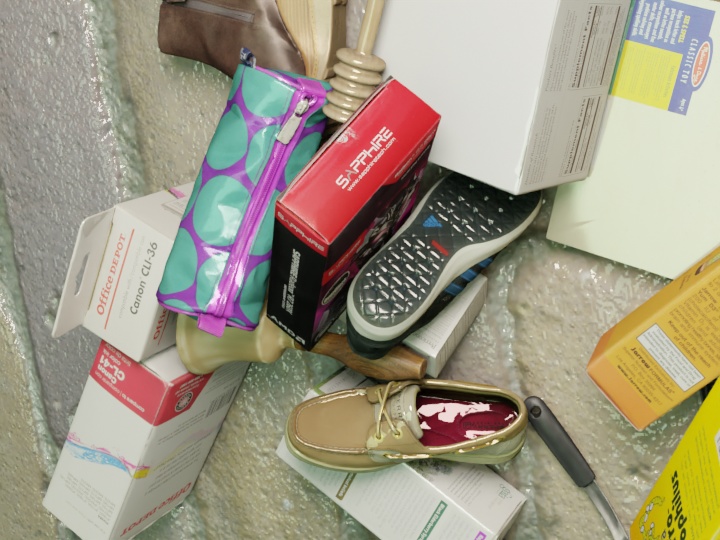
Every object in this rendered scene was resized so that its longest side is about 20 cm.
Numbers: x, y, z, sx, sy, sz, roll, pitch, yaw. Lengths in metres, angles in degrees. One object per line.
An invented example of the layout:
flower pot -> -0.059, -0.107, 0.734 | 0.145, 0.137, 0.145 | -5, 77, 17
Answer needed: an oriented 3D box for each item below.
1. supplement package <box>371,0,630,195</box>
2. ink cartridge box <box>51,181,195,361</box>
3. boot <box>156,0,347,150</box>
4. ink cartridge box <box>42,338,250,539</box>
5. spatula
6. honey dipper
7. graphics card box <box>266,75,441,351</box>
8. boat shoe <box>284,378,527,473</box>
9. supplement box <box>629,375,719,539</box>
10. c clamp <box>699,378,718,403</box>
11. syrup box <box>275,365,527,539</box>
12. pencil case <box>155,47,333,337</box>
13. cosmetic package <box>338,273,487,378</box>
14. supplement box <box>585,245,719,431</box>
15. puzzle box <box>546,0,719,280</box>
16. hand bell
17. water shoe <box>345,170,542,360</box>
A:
supplement package -> 0.096, -0.178, 0.808 | 0.154, 0.110, 0.203 | 24, 113, 33
ink cartridge box -> -0.163, -0.001, 0.954 | 0.067, 0.199, 0.118 | 28, 115, 18
boot -> -0.093, -0.175, 0.946 | 0.164, 0.072, 0.204 | 8, 98, 23
ink cartridge box -> -0.192, 0.138, 1.037 | 0.085, 0.147, 0.202 | 35, 115, 15
spatula -> 0.193, 0.187, 0.919 | 0.056, 0.021, 0.201 | -37, 82, 18
honey dipper -> 0.013, -0.201, 0.776 | 0.038, 0.038, 0.203 | 22, 112, 21
graphics card box -> -0.010, -0.033, 0.807 | 0.051, 0.126, 0.201 | 37, 156, 9
boat shoe -> 0.037, 0.116, 0.899 | 0.196, 0.067, 0.075 | -3, 62, -5
supplement box -> 0.275, 0.170, 0.779 | 0.107, 0.110, 0.202 | 15, 127, -3
c clamp -> 0.333, 0.101, 0.825 | 0.169, 0.027, 0.203 | -15, 97, 35
syrup box -> 0.035, 0.176, 0.967 | 0.199, 0.079, 0.082 | 37, 118, 14
pencil case -> -0.085, -0.056, 0.852 | 0.084, 0.092, 0.203 | 18, 96, -23
cosmetic package -> 0.000, 0.000, 0.934 | 0.198, 0.083, 0.051 | 31, 158, 18
supplement box -> 0.254, 0.026, 0.792 | 0.069, 0.066, 0.200 | 46, 122, 2
puzzle box -> 0.222, -0.100, 0.827 | 0.131, 0.025, 0.203 | 20, 111, 23
hand bell -> -0.040, 0.058, 0.914 | 0.197, 0.104, 0.106 | 14, 109, 24
water shoe -> 0.058, -0.012, 0.865 | 0.072, 0.199, 0.079 | 45, 153, 14
